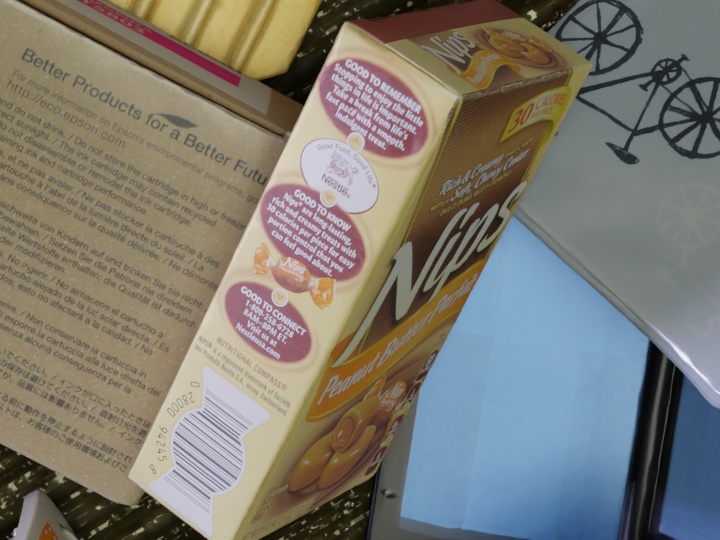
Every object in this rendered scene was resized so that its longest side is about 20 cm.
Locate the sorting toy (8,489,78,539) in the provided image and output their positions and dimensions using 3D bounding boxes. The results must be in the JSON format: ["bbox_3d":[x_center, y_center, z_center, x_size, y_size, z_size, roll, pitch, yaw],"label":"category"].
[{"bbox_3d":[-0.163,0.224,0.901,0.200,0.107,0.180,-32,117,0],"label":"sorting toy"}]

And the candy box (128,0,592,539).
[{"bbox_3d":[0.000,0.000,0.826,0.055,0.115,0.200,36,115,18],"label":"candy box"}]

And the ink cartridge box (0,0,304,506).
[{"bbox_3d":[-0.135,-0.029,0.856,0.200,0.075,0.165,28,104,-7],"label":"ink cartridge box"}]

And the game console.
[{"bbox_3d":[0.104,0.053,0.879,0.118,0.171,0.200,4,98,-31],"label":"game console"}]

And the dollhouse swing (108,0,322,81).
[{"bbox_3d":[-0.065,-0.179,0.818,0.200,0.182,0.176,27,84,-7],"label":"dollhouse swing"}]

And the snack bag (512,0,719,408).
[{"bbox_3d":[0.150,-0.061,0.849,0.200,0.021,0.189,-44,54,-3],"label":"snack bag"}]
